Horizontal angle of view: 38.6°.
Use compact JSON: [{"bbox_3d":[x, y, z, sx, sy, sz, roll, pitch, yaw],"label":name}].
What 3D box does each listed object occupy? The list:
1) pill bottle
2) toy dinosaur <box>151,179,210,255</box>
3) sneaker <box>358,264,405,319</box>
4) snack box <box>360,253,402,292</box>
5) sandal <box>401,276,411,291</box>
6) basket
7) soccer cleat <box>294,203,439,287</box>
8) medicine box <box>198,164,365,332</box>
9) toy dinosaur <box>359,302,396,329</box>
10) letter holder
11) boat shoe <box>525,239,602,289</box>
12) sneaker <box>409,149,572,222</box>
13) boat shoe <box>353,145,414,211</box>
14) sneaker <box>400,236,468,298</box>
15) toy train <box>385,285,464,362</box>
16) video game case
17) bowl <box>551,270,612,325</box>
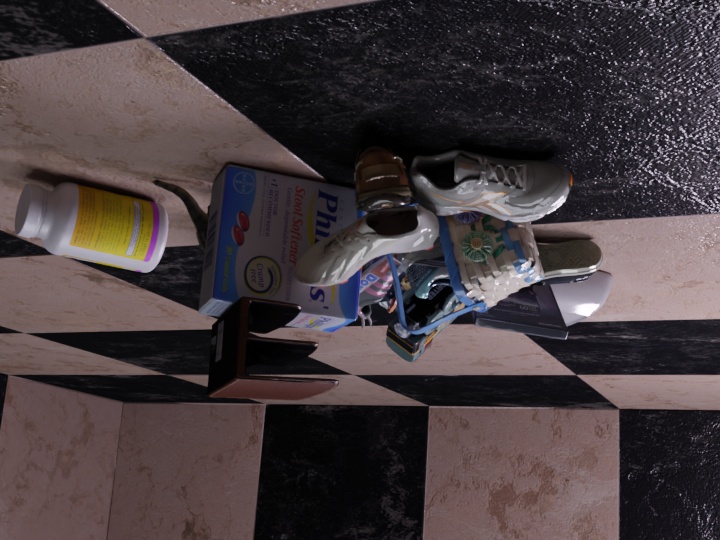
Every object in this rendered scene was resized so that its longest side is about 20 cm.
[{"bbox_3d":[-0.382,-0.065,1.464,0.198,0.106,0.104,13,163,-31],"label":"pill bottle"},{"bbox_3d":[-0.202,-0.056,1.432,0.047,0.201,0.088,-32,180,44],"label":"toy dinosaur"},{"bbox_3d":[0.047,0.013,1.629,0.199,0.082,0.070,-29,-172,46],"label":"sneaker"},{"bbox_3d":[0.000,0.000,1.568,0.024,0.072,0.200,30,139,-21],"label":"snack box"},{"bbox_3d":[0.111,0.020,1.730,0.210,0.070,0.077,15,162,-36],"label":"sandal"},{"bbox_3d":[0.126,-0.028,1.346,0.199,0.178,0.139,-24,156,23],"label":"basket"},{"bbox_3d":[0.001,-0.037,1.282,0.198,0.070,0.078,-19,149,16],"label":"soccer cleat"},{"bbox_3d":[-0.104,-0.026,1.380,0.198,0.184,0.103,9,166,-18],"label":"medicine box"},{"bbox_3d":[-0.019,0.038,1.775,0.198,0.106,0.181,16,158,-31],"label":"toy dinosaur"},{"bbox_3d":[-0.110,0.108,1.334,0.140,0.102,0.200,7,165,-17],"label":"letter holder"},{"bbox_3d":[0.268,-0.008,1.570,0.197,0.075,0.062,-3,155,6],"label":"boat shoe"},{"bbox_3d":[0.151,-0.107,1.229,0.198,0.077,0.092,-2,160,18],"label":"sneaker"},{"bbox_3d":[0.027,-0.113,1.233,0.075,0.075,0.200,-10,-175,-2],"label":"boat shoe"},{"bbox_3d":[0.161,-0.009,1.515,0.198,0.087,0.078,-15,162,2],"label":"sneaker"},{"bbox_3d":[0.117,0.058,1.654,0.085,0.200,0.115,35,142,18],"label":"toy train"},{"bbox_3d":[0.229,0.034,1.578,0.141,0.201,0.019,9,120,-8],"label":"video game case"},{"bbox_3d":[0.313,0.047,1.778,0.198,0.076,0.200,10,164,-17],"label":"bowl"}]
